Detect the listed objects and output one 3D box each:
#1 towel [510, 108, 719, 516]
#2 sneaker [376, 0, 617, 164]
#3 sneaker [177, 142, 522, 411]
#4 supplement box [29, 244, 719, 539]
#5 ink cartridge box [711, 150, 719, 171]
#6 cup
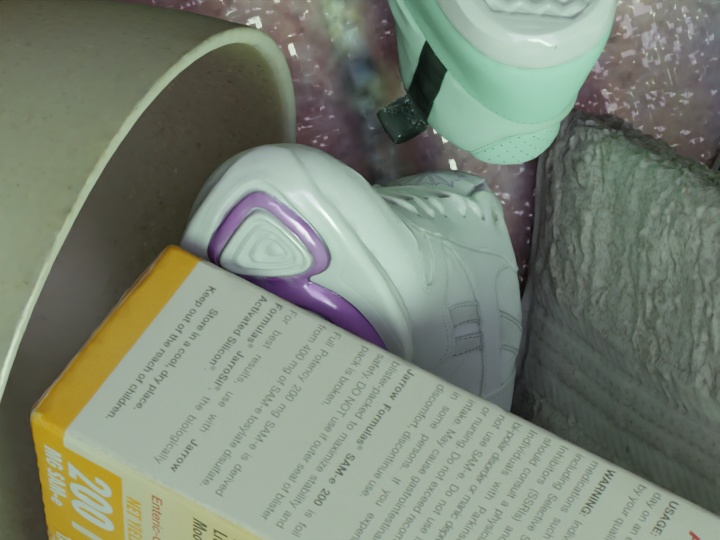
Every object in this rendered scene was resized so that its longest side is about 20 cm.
[{"bbox_3d":[0.090,0.032,0.899,0.034,0.200,0.133,4,102,-21],"label":"towel"},{"bbox_3d":[0.014,-0.126,0.918,0.074,0.118,0.201,-17,69,-11],"label":"sneaker"},{"bbox_3d":[0.000,0.000,0.898,0.075,0.200,0.100,7,68,20],"label":"sneaker"},{"bbox_3d":[0.013,0.094,0.817,0.200,0.126,0.074,26,56,18],"label":"supplement box"},{"bbox_3d":[0.190,-0.022,0.939,0.125,0.129,0.200,23,97,-14],"label":"ink cartridge box"},{"bbox_3d":[-0.126,0.001,0.876,0.143,0.200,0.201,21,99,14],"label":"cup"}]
